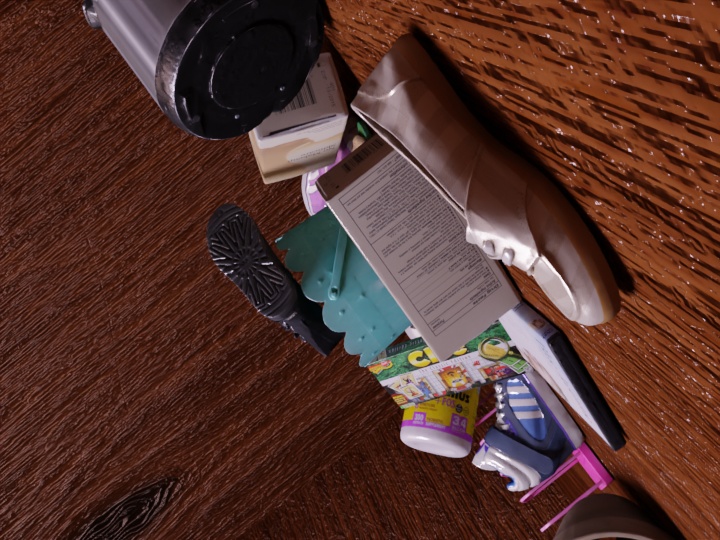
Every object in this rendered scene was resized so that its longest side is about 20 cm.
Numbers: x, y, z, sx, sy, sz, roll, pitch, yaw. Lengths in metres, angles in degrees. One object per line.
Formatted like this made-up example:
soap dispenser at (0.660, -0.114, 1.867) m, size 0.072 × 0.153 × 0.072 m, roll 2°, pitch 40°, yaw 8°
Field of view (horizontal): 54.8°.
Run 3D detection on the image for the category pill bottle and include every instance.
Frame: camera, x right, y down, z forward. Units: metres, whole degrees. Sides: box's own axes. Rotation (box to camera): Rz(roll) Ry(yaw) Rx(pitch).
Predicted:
pill bottle at (0.124, 0.157, 1.006) m, size 0.101 × 0.205 × 0.105 m, roll 11°, pitch 159°, yaw 4°

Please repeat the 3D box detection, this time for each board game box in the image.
board game box at (0.114, 0.118, 0.894) m, size 0.105 × 0.196 × 0.024 m, roll 52°, pitch -150°, yaw -30°

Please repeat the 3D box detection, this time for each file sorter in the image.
file sorter at (0.262, 0.271, 1.048) m, size 0.202 × 0.124 × 0.139 m, roll 54°, pitch -178°, yaw 25°

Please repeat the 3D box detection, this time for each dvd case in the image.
dvd case at (0.183, 0.081, 0.708) m, size 0.144 × 0.017 × 0.200 m, roll 55°, pitch -179°, yaw -22°

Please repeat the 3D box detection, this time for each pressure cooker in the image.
pressure cooker at (-0.150, -0.244, 0.625) m, size 0.201 × 0.178 × 0.176 m, roll 50°, pitch 177°, yaw 20°

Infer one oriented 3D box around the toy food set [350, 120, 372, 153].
toy food set at (0.053, -0.079, 0.785) m, size 0.201 × 0.048 × 0.199 m, roll 53°, pitch -178°, yaw -36°

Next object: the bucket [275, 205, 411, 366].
bucket at (0.000, 0.000, 0.874) m, size 0.209 × 0.134 × 0.207 m, roll 54°, pitch 180°, yaw -1°

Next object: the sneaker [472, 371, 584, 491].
sneaker at (0.197, 0.201, 0.963) m, size 0.202 × 0.145 × 0.081 m, roll 53°, pitch -179°, yaw 11°

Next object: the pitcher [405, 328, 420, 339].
pitcher at (0.125, 0.044, 1.396) m, size 0.173 × 0.119 × 0.203 m, roll 86°, pitch 162°, yaw -64°

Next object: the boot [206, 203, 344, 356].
boot at (-0.103, 0.017, 0.879) m, size 0.166 × 0.065 × 0.200 m, roll 56°, pitch -175°, yaw 23°

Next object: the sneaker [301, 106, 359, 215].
sneaker at (-0.025, -0.122, 0.969) m, size 0.114 × 0.072 × 0.203 m, roll 46°, pitch 148°, yaw 32°

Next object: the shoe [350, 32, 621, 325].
shoe at (0.065, -0.045, 0.389) m, size 0.202 × 0.053 × 0.070 m, roll 55°, pitch -178°, yaw 20°

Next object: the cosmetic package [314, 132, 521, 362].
cosmetic package at (0.055, -0.026, 0.649) m, size 0.202 × 0.104 × 0.071 m, roll 55°, pitch -179°, yaw -25°

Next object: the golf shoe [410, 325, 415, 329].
golf shoe at (0.129, 0.026, 1.073) m, size 0.201 × 0.092 × 0.079 m, roll 94°, pitch -175°, yaw -61°

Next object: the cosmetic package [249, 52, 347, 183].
cosmetic package at (-0.078, -0.168, 0.805) m, size 0.200 × 0.103 × 0.073 m, roll 132°, pitch 120°, yaw -83°

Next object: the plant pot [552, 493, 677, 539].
plant pot at (0.299, 0.358, 0.823) m, size 0.202 × 0.199 × 0.173 m, roll 53°, pitch -162°, yaw 0°
